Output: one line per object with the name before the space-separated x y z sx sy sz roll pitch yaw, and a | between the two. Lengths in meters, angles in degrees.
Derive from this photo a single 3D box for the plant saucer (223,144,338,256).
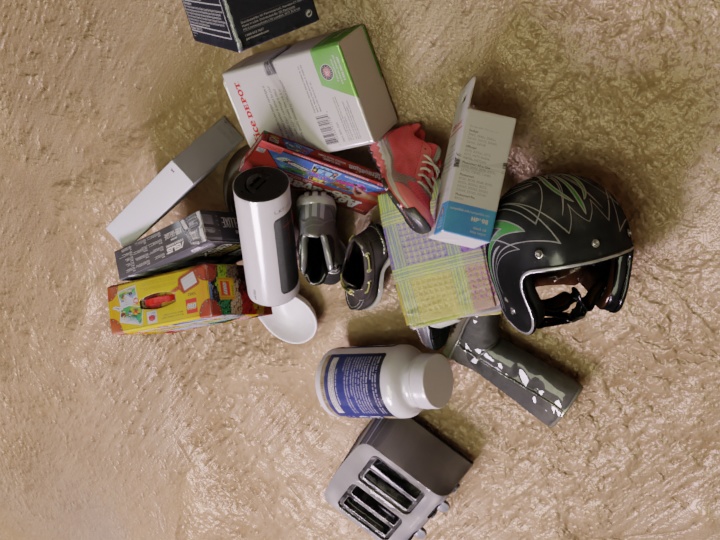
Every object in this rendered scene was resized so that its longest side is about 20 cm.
plant saucer | -0.129 -0.098 1.769 0.199 0.032 0.201 15 126 22

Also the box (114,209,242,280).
box | -0.244 -0.035 1.750 0.199 0.157 0.050 -21 77 36

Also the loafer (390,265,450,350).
loafer | 0.083 0.021 1.705 0.072 0.073 0.201 2 111 38

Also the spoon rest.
spoon rest | -0.148 0.038 1.846 0.200 0.061 0.099 48 130 -4

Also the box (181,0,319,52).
box | -0.163 -0.398 1.480 0.200 0.123 0.199 32 144 61

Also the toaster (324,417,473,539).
toaster | 0.054 0.328 1.878 0.200 0.119 0.181 37 129 4

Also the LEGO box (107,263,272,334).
LEGO box | -0.257 0.045 1.766 0.199 0.149 0.078 -12 83 33

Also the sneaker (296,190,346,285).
sneaker | -0.062 -0.012 1.694 0.075 0.116 0.200 -4 143 7

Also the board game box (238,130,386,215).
board game box | -0.061 -0.134 1.635 0.199 0.020 0.103 18 155 -18

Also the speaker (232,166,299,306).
speaker | -0.132 -0.047 1.652 0.081 0.081 0.201 16 135 20

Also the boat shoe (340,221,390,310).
boat shoe | 0.000 0.000 1.704 0.072 0.060 0.202 60 154 25

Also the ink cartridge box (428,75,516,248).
ink cartridge box | 0.146 -0.135 1.495 0.066 0.116 0.201 13 87 -4

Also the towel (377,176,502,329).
towel | 0.107 -0.023 1.595 0.143 0.023 0.201 -14 94 21

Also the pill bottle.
pill bottle | 0.038 0.169 1.779 0.199 0.111 0.112 -5 117 39

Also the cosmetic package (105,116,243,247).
cosmetic package | -0.280 -0.131 1.754 0.052 0.151 0.200 48 131 -6

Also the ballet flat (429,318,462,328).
ballet flat | 0.116 -0.019 1.633 0.069 0.069 0.201 -1 98 30

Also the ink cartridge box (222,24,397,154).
ink cartridge box | -0.070 -0.238 1.610 0.199 0.084 0.146 -7 115 33

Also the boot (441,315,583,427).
boot | 0.229 0.124 1.681 0.200 0.073 0.182 36 144 13

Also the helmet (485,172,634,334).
helmet | 0.252 -0.031 1.488 0.199 0.200 0.191 14 128 21

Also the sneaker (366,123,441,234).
sneaker | 0.071 -0.132 1.541 0.087 0.201 0.074 -29 133 9
